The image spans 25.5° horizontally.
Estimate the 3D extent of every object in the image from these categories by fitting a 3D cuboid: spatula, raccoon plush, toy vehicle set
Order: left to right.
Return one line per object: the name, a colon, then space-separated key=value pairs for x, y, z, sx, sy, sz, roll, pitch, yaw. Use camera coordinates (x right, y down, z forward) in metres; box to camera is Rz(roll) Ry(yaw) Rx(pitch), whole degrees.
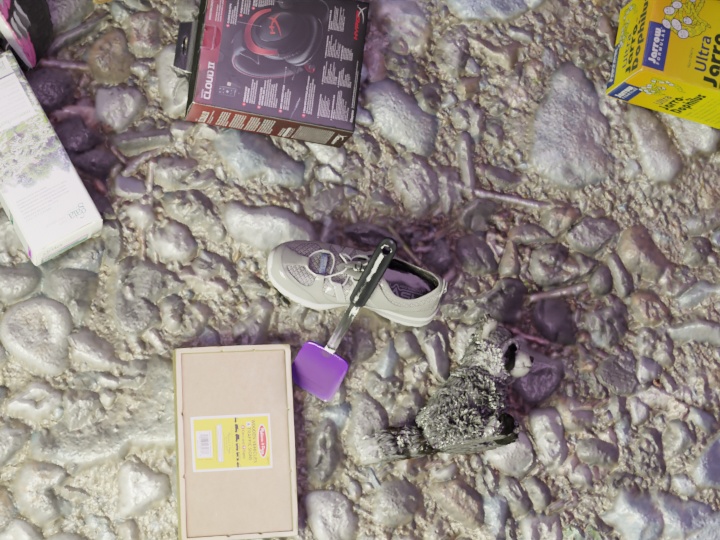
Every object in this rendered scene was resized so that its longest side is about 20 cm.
toy vehicle set: x=-0.131 y=0.179 z=1.655 sx=0.123 sy=0.027 sz=0.203 roll=0 pitch=81 yaw=-14
spatula: x=-0.013 y=0.049 z=1.652 sx=0.056 sy=0.021 sz=0.201 roll=29 pitch=109 yaw=0
raccoon plush: x=0.089 y=0.123 z=1.690 sx=0.198 sy=0.097 sz=0.136 roll=-5 pitch=74 yaw=-14

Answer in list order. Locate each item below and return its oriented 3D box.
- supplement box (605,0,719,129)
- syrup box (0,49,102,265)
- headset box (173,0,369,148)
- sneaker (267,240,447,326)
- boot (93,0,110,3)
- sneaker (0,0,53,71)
supplement box: x=0.397 y=-0.237 z=1.813 sx=0.198 sy=0.109 sz=0.110 roll=14 pitch=77 yaw=-11
syrup box: x=-0.345 y=-0.113 z=1.624 sx=0.078 sy=0.081 sz=0.201 roll=-29 pitch=89 yaw=-15
headset box: x=-0.100 y=-0.227 z=1.707 sx=0.198 sy=0.075 sz=0.150 roll=9 pitch=78 yaw=-12
sneaker: x=0.000 y=0.000 z=1.683 sx=0.198 sy=0.082 sz=0.076 roll=11 pitch=64 yaw=-15
boot: x=-0.235 y=-0.382 z=1.593 sx=0.200 sy=0.077 sz=0.155 roll=-44 pitch=92 yaw=3
sneaker: x=-0.401 y=-0.294 z=1.651 sx=0.201 sy=0.086 sz=0.080 roll=59 pitch=34 yaw=-15
